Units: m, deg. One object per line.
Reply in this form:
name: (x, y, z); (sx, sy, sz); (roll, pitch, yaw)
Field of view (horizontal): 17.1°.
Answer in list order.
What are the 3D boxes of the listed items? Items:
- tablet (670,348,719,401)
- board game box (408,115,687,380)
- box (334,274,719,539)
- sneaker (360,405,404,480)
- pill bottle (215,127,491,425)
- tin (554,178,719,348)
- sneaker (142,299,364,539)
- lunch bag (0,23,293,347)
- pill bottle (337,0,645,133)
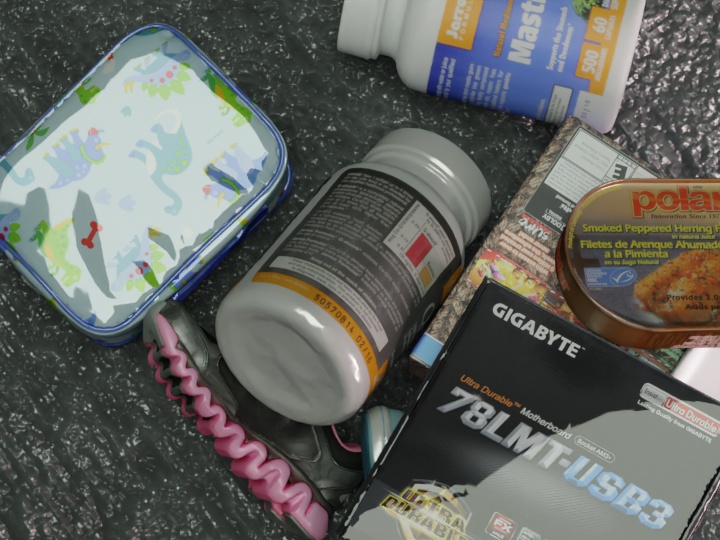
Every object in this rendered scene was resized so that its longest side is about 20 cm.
tablet: (0.209, 0.123, 1.609); (0.014, 0.130, 0.200); (30, 82, 31)
board game box: (0.152, 0.025, 1.635); (0.159, 0.097, 0.200); (34, 84, 5)
box: (0.118, 0.136, 1.531); (0.200, 0.050, 0.199); (30, 84, 13)
sneaker: (0.076, 0.175, 1.616); (0.130, 0.080, 0.200); (-15, 103, -3)
pill bottle: (0.000, 0.000, 1.599); (0.116, 0.116, 0.200); (36, 54, 5)
tin: (0.223, -0.005, 1.550); (0.200, 0.042, 0.112); (0, 66, -15)
sneaker: (-0.066, 0.087, 1.631); (0.095, 0.079, 0.200); (-42, 106, -12)
lunch bag: (-0.155, -0.055, 1.659); (0.161, 0.082, 0.200); (44, 85, 7)
pill bottle: (0.089, -0.170, 1.657); (0.200, 0.112, 0.112); (13, 82, 2)
